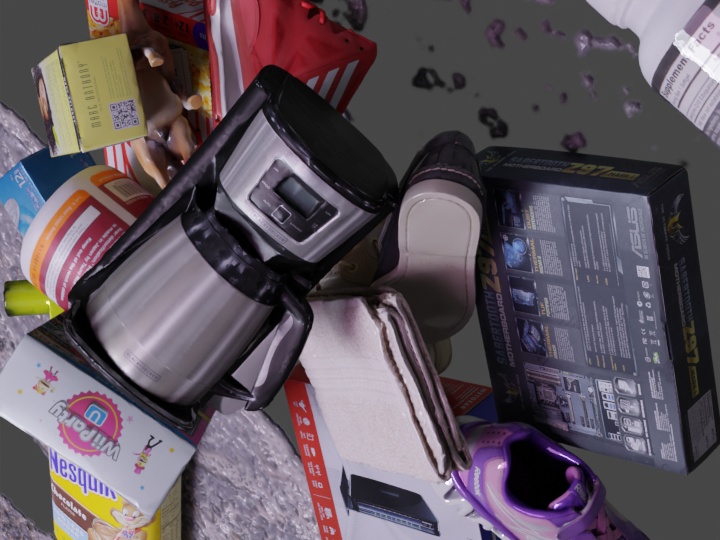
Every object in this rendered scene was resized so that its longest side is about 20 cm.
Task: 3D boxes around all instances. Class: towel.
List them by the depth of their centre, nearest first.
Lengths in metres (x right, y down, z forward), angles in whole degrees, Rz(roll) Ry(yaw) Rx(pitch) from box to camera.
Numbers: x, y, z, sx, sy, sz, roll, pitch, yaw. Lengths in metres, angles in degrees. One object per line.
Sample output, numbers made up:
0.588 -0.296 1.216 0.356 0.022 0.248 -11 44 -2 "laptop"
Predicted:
0.003 0.077 1.046 0.133 0.034 0.200 68 159 -5 "towel"

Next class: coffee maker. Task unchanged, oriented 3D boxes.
-0.085 -0.028 0.979 0.200 0.135 0.192 -46 36 13 "coffee maker"

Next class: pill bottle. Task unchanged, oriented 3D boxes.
0.219 -0.114 0.792 0.200 0.116 0.117 45 138 14 "pill bottle"
-0.153 0.018 1.167 0.200 0.113 0.113 37 136 16 "pill bottle"

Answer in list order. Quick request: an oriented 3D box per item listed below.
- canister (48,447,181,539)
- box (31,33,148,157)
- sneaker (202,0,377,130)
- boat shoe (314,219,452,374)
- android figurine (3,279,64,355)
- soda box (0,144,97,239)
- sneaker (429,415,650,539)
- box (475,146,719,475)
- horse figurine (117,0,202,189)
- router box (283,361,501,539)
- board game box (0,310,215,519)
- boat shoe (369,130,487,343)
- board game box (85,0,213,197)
-0.234 0.196 1.454 0.148 0.086 0.201 30 134 28 "canister"
-0.199 -0.123 1.102 0.200 0.050 0.076 -174 71 -72 "box"
-0.050 -0.182 1.053 0.078 0.115 0.201 -178 86 -81 "sneaker"
0.000 0.000 1.111 0.074 0.069 0.201 -17 103 48 "boat shoe"
-0.194 0.048 1.271 0.199 0.041 0.183 -2 94 0 "android figurine"
-0.233 -0.012 1.330 0.064 0.068 0.201 -28 95 49 "soda box"
0.141 0.168 1.038 0.200 0.081 0.088 39 149 -12 "sneaker"
0.147 0.024 0.997 0.157 0.051 0.201 9 121 43 "box"
-0.141 -0.115 1.100 0.133 0.050 0.201 49 156 51 "horse figurine"
0.037 0.173 1.203 0.179 0.049 0.201 9 121 41 "router box"
-0.189 0.101 1.153 0.147 0.200 0.064 35 94 -3 "board game box"
0.047 -0.017 1.014 0.072 0.063 0.200 11 148 -1 "boat shoe"
-0.137 -0.119 1.185 0.151 0.046 0.201 22 129 33 "board game box"
